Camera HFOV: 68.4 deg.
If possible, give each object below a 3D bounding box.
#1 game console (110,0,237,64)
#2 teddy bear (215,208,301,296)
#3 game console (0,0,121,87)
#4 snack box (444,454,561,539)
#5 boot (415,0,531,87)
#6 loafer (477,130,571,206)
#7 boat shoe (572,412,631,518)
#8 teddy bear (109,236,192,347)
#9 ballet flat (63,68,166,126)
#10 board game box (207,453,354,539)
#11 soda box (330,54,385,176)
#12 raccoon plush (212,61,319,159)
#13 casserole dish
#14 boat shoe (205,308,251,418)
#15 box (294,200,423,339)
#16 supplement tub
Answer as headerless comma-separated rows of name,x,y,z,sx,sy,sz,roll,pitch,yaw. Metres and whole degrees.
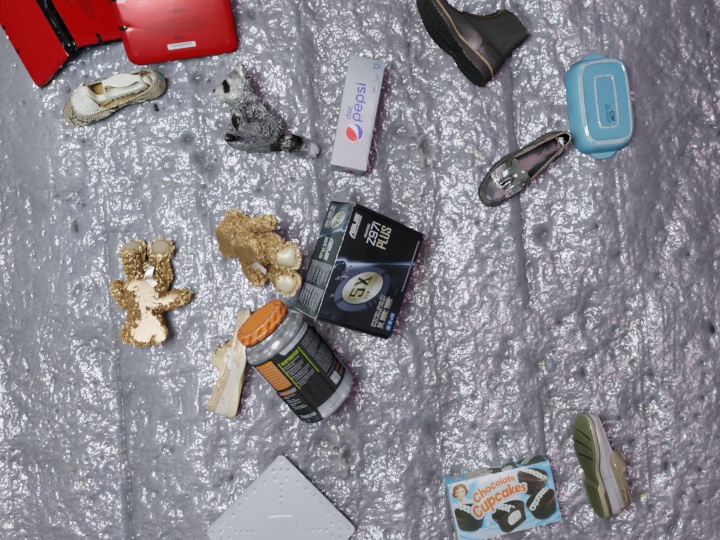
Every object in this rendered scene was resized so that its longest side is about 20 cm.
game console,-0.337,-0.485,0.964,0.198,0.119,0.174,-11,122,-7
teddy bear,-0.169,-0.035,0.925,0.067,0.199,0.146,-33,122,-37
game console,-0.551,-0.468,0.968,0.172,0.118,0.201,-32,93,-33
snack box,0.267,0.431,0.999,0.198,0.037,0.118,-13,90,-2
boot,0.209,-0.463,0.982,0.138,0.077,0.200,-44,105,-6
loafer,0.304,-0.196,0.985,0.199,0.063,0.072,-39,92,-2
boat shoe,0.454,0.357,0.995,0.068,0.075,0.202,-14,98,-8
teddy bear,-0.384,0.037,0.962,0.144,0.067,0.202,-19,85,-12
ballet flat,-0.449,-0.318,0.944,0.198,0.075,0.069,-20,92,-2
board game box,-0.147,0.479,0.987,0.200,0.026,0.200,-45,92,-1
soda box,-0.006,-0.281,0.970,0.067,0.063,0.202,10,90,-4
raccoon plush,-0.171,-0.287,0.972,0.198,0.096,0.136,13,75,-32
casserole dish,0.458,-0.315,1.005,0.120,0.039,0.202,-7,91,-2
boat shoe,-0.239,0.165,0.957,0.068,0.074,0.202,10,91,-8
box,0.000,0.000,0.927,0.163,0.086,0.202,20,89,-34
supplement tub,-0.114,0.154,0.916,0.122,0.123,0.201,-37,109,-2
